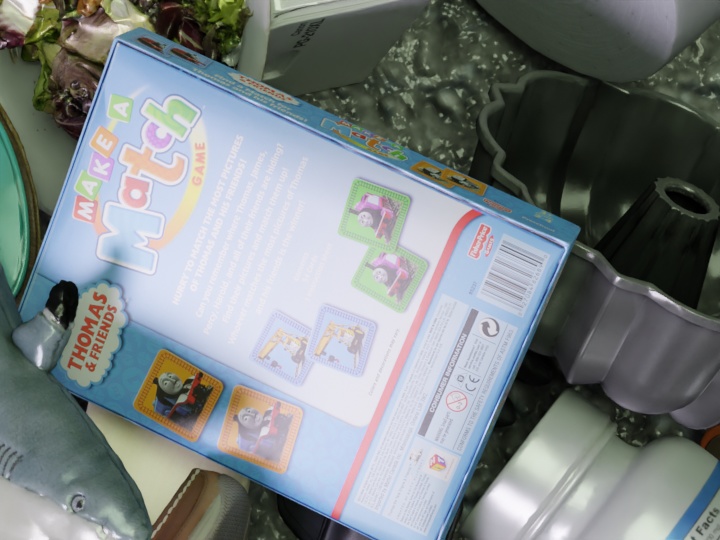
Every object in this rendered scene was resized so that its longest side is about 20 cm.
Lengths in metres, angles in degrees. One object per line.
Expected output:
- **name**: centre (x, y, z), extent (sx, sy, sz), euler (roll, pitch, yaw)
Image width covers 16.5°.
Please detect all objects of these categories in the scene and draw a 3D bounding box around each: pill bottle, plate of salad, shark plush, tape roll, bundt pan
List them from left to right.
- **shark plush**: centre (-0.135, 0.035, 0.997), extent (0.091, 0.083, 0.200), euler (26, 42, -44)
- **plate of salad**: centre (-0.121, -0.116, 1.065), extent (0.048, 0.200, 0.200), euler (-9, 77, -52)
- **tape roll**: centre (0.088, -0.182, 1.099), extent (0.066, 0.200, 0.200), euler (-41, 89, -19)
- **bundt pan**: centre (0.129, -0.003, 1.105), extent (0.201, 0.076, 0.202), euler (19, 30, -12)
- **pill bottle**: centre (0.146, 0.144, 1.094), extent (0.200, 0.112, 0.112), euler (38, 73, 7)

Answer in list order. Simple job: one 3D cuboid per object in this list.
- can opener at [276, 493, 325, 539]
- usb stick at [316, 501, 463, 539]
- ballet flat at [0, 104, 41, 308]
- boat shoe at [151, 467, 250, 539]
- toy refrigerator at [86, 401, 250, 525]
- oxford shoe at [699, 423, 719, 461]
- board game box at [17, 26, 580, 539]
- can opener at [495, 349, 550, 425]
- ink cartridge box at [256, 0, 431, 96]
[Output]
- **can opener**: centre (0.035, 0.166, 1.094), extent (0.079, 0.063, 0.200), euler (-40, 89, -17)
- **usb stick**: centre (-0.010, 0.175, 1.064), extent (0.055, 0.033, 0.200), euler (20, 96, 7)
- **ballet flat**: centre (-0.192, -0.066, 1.091), extent (0.068, 0.072, 0.200), euler (-28, 85, -5)
- **boat shoe**: centre (-0.114, 0.160, 0.993), extent (0.072, 0.076, 0.200), euler (27, 70, 17)
- **toy refrigerator**: centre (-0.089, 0.108, 1.079), extent (0.076, 0.070, 0.200), euler (10, 75, -3)
- **oxford shoe**: centre (0.239, 0.132, 1.153), extent (0.200, 0.071, 0.073), euler (45, 54, -5)
- **board game box**: centre (-0.031, 0.010, 1.010), extent (0.200, 0.037, 0.152), euler (25, 109, 6)
- **can opener**: centre (0.000, 0.000, 1.120), extent (0.200, 0.079, 0.063), euler (43, 113, -12)
- **ink cartridge box**: centre (-0.041, -0.189, 1.113), extent (0.084, 0.145, 0.200), euler (-11, 81, -16)
